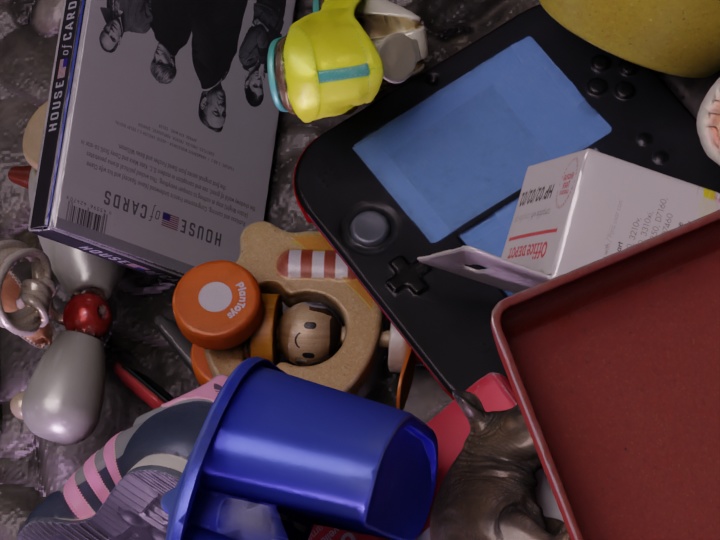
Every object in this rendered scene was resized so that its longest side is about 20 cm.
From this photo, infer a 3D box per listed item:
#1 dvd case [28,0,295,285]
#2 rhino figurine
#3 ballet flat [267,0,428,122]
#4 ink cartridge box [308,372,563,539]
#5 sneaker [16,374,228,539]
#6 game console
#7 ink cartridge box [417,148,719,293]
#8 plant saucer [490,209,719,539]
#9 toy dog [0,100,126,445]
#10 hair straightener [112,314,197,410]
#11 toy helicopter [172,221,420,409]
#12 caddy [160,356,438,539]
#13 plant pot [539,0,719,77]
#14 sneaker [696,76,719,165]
[{"bbox_3d":[-0.105,-0.097,1.470,0.025,0.150,0.200,-6,70,44],"label":"dvd case"},{"bbox_3d":[0.069,0.125,1.206,0.087,0.060,0.200,-5,69,33],"label":"rhino figurine"},{"bbox_3d":[0.001,-0.115,1.418,0.067,0.200,0.067,-9,100,11],"label":"ballet flat"},{"bbox_3d":[0.091,0.181,1.296,0.145,0.145,0.200,-40,62,8],"label":"ink cartridge box"},{"bbox_3d":[-0.115,0.115,1.425,0.200,0.070,0.082,-29,28,53],"label":"sneaker"},{"bbox_3d":[0.084,-0.041,1.395,0.200,0.031,0.177,-32,61,-13],"label":"game console"},{"bbox_3d":[0.139,-0.007,1.297,0.200,0.115,0.068,18,84,-10],"label":"ink cartridge box"},{"bbox_3d":[0.159,0.080,1.191,0.037,0.200,0.200,-21,90,57],"label":"plant saucer"},{"bbox_3d":[-0.173,-0.004,1.488,0.096,0.132,0.200,-9,40,35],"label":"toy dog"},{"bbox_3d":[-0.045,0.085,1.445,0.200,0.041,0.077,40,92,30],"label":"hair straightener"},{"bbox_3d":[0.000,0.000,1.428,0.132,0.079,0.200,27,67,20],"label":"toy helicopter"},{"bbox_3d":[-0.037,0.116,1.188,0.105,0.200,0.142,13,82,12],"label":"caddy"},{"bbox_3d":[0.166,-0.184,1.371,0.200,0.200,0.142,35,115,28],"label":"plant pot"},{"bbox_3d":[0.260,-0.120,1.342,0.200,0.080,0.071,-38,73,20],"label":"sneaker"}]
